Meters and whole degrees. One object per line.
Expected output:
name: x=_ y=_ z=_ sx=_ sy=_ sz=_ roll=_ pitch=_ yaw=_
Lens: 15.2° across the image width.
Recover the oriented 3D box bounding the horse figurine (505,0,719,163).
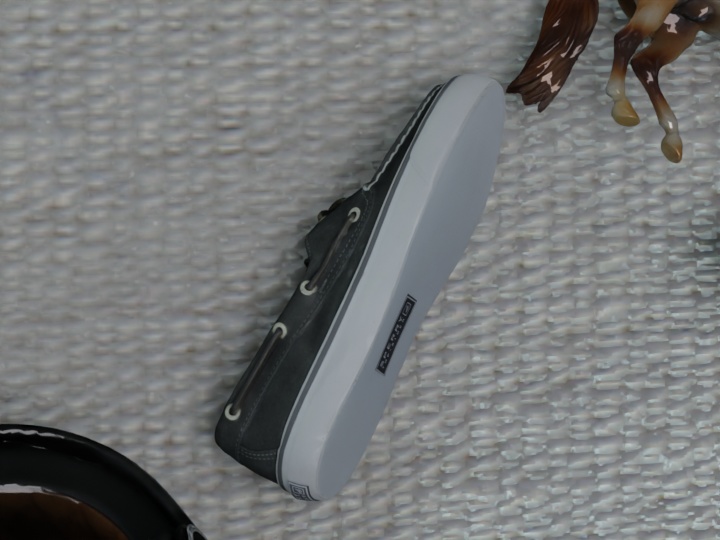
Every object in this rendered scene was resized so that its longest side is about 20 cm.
horse figurine: x=0.167 y=-0.105 z=1.195 sx=0.200 sy=0.050 sz=0.133 roll=6 pitch=58 yaw=-8

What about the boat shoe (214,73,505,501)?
boat shoe: x=0.000 y=0.000 z=1.152 sx=0.057 sy=0.069 sz=0.200 roll=21 pitch=77 yaw=22

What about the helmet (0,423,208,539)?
helmet: x=-0.134 y=0.164 z=1.044 sx=0.200 sy=0.191 sz=0.200 roll=-1 pitch=94 yaw=-12
